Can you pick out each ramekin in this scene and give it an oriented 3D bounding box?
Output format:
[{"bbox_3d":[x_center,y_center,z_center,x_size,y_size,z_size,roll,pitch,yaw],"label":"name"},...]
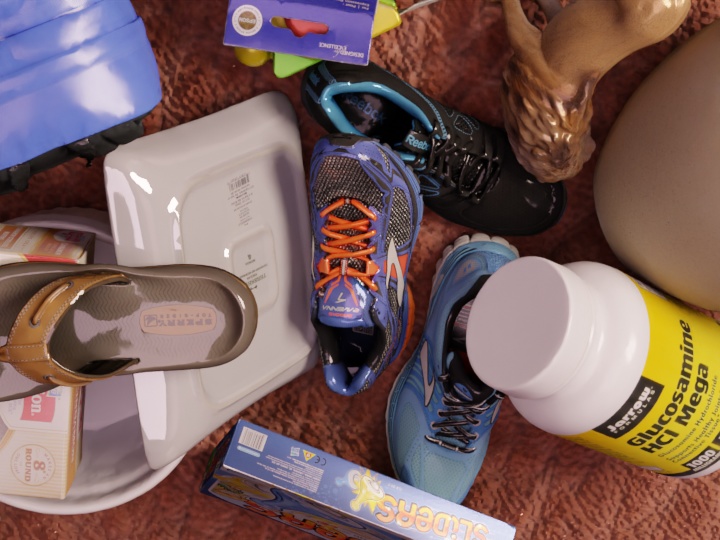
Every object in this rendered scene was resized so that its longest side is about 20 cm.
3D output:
[{"bbox_3d":[-0.196,0.052,1.046,0.198,0.105,0.202,0,105,0],"label":"ramekin"}]

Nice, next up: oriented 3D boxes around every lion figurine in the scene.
[{"bbox_3d":[0.148,-0.149,0.963,0.072,0.200,0.123,-4,64,-34],"label":"lion figurine"}]

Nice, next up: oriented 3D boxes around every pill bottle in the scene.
[{"bbox_3d":[0.164,0.061,1.006,0.199,0.112,0.113,22,107,-40],"label":"pill bottle"}]

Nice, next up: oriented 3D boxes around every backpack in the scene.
[{"bbox_3d":[-0.208,-0.129,0.873,0.161,0.200,0.169,-26,110,-6],"label":"backpack"}]

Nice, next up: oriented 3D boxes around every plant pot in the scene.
[{"bbox_3d":[0.229,-0.056,0.993,0.134,0.200,0.201,-17,109,40],"label":"plant pot"}]

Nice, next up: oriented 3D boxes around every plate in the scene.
[{"bbox_3d":[-0.080,0.000,0.990,0.032,0.199,0.202,3,108,30],"label":"plate"}]

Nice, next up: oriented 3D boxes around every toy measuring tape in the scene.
[{"bbox_3d":[0.005,-0.189,1.000,0.199,0.074,0.074,-24,105,6],"label":"toy measuring tape"}]

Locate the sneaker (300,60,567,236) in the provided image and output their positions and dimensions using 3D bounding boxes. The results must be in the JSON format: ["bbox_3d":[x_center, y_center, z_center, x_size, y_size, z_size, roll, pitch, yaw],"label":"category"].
[{"bbox_3d":[0.049,-0.074,1.025,0.199,0.082,0.074,26,101,-9],"label":"sneaker"}]

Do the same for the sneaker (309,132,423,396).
[{"bbox_3d":[0.000,0.000,1.011,0.075,0.079,0.201,5,128,16],"label":"sneaker"}]

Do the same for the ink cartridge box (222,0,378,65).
[{"bbox_3d":[-0.026,-0.233,0.949,0.094,0.037,0.202,8,95,-3],"label":"ink cartridge box"}]

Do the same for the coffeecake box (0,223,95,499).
[{"bbox_3d":[-0.269,0.048,0.952,0.198,0.073,0.155,5,105,-3],"label":"coffeecake box"}]

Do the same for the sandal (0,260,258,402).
[{"bbox_3d":[-0.157,0.039,0.886,0.198,0.055,0.083,-2,105,-3],"label":"sandal"}]

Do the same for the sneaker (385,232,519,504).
[{"bbox_3d":[0.063,0.079,1.063,0.078,0.090,0.202,9,107,-3],"label":"sneaker"}]

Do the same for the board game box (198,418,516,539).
[{"bbox_3d":[-0.007,0.163,1.066,0.198,0.135,0.035,22,71,-6],"label":"board game box"}]
